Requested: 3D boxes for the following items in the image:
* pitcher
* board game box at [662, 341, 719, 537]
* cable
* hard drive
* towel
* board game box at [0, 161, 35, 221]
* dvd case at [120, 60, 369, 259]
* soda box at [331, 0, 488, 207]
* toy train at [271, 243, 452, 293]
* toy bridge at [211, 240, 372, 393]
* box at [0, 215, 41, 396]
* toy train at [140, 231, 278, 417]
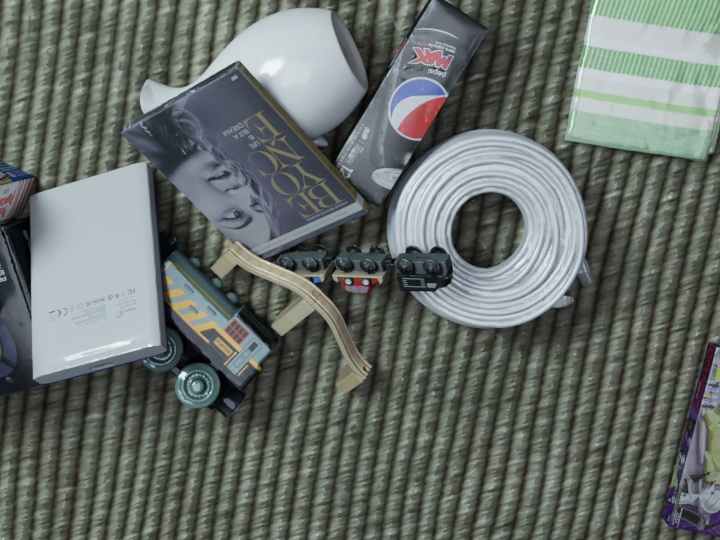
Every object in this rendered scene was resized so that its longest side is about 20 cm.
[{"bbox_3d":[-0.086,-0.150,1.019,0.199,0.122,0.172,-23,118,15],"label":"pitcher"},{"bbox_3d":[0.402,0.184,1.101,0.119,0.032,0.201,10,99,-5],"label":"board game box"},{"bbox_3d":[0.127,-0.039,1.046,0.199,0.069,0.201,-14,99,4],"label":"cable"},{"bbox_3d":[-0.258,0.000,1.021,0.131,0.025,0.201,-15,63,10],"label":"hard drive"},{"bbox_3d":[0.295,-0.218,1.038,0.151,0.023,0.201,9,101,0],"label":"towel"},{"bbox_3d":[-0.435,-0.105,1.007,0.199,0.152,0.047,24,99,-2],"label":"board game box"},{"bbox_3d":[-0.108,-0.095,0.996,0.148,0.016,0.200,-22,130,30],"label":"dvd case"},{"bbox_3d":[0.043,-0.165,1.026,0.063,0.071,0.201,30,99,-7],"label":"soda box"},{"bbox_3d":[0.000,0.000,1.037,0.199,0.034,0.046,2,125,29],"label":"toy train"},{"bbox_3d":[-0.064,0.040,1.063,0.200,0.027,0.067,44,133,-10],"label":"toy bridge"},{"bbox_3d":[-0.414,0.051,1.065,0.199,0.086,0.165,-14,99,3],"label":"box"},{"bbox_3d":[-0.178,0.054,1.067,0.200,0.085,0.114,45,84,-3],"label":"toy train"}]
